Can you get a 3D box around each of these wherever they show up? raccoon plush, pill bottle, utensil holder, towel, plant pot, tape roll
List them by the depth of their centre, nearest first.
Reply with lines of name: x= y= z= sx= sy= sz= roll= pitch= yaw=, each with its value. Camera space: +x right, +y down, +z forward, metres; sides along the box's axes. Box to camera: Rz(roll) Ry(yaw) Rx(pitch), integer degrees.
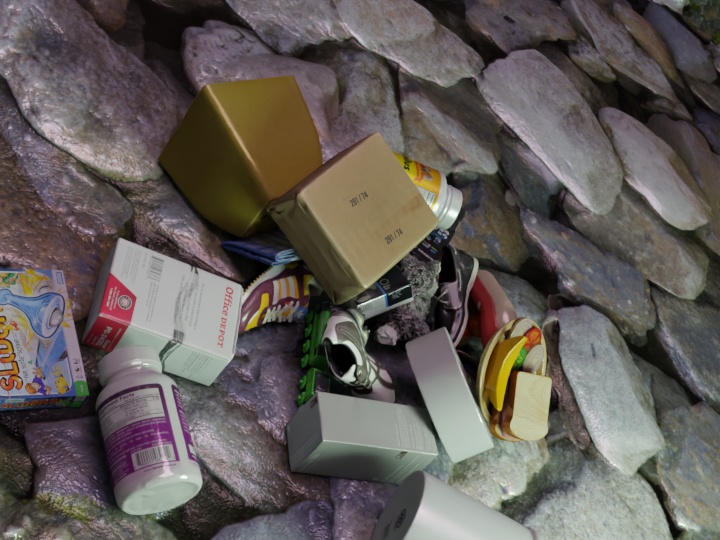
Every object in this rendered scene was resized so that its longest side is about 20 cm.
pill bottle: x=-0.281 y=0.204 z=1.363 sx=0.112 sy=0.112 sz=0.201 roll=2 pitch=55 yaw=-35
utensil holder: x=0.131 y=0.395 z=1.465 sx=0.199 sy=0.170 sz=0.171 roll=32 pitch=42 yaw=-9
tape roll: x=0.138 y=0.192 z=1.628 sx=0.202 sy=0.070 sz=0.204 roll=-24 pitch=90 yaw=-85
plant pot: x=-0.173 y=-0.172 z=1.702 sx=0.193 sy=0.196 sz=0.201 roll=-17 pitch=68 yaw=-43
raccoon plush: x=0.084 y=0.047 z=1.706 sx=0.096 sy=0.135 sz=0.200 roll=15 pitch=7 yaw=-1
towel: x=-0.106 y=-0.049 z=1.706 sx=0.199 sy=0.024 sz=0.146 roll=-15 pitch=22 yaw=-40
pill bottle: x=0.077 y=-0.143 z=1.854 sx=0.199 sy=0.109 sz=0.110 roll=21 pitch=45 yaw=-19

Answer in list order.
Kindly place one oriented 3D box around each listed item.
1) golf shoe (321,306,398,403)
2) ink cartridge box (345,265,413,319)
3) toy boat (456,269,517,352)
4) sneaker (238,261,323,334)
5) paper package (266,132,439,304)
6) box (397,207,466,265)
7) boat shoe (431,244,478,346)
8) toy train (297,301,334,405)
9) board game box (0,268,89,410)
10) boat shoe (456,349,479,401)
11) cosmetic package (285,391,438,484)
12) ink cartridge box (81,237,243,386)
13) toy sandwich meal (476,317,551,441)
golf shoe: x=-0.010 y=0.156 z=1.591 sx=0.201 sy=0.077 sz=0.095 roll=64 pitch=34 yaw=-20
ink cartridge box: x=0.000 y=0.000 z=1.713 sx=0.099 sy=0.039 sz=0.200 roll=-22 pitch=38 yaw=-14
toy boat: x=0.203 y=0.097 z=1.815 sx=0.200 sy=0.130 sz=0.131 roll=-114 pitch=180 yaw=-60
sneaker: x=-0.129 y=0.050 z=1.634 sx=0.090 sy=0.075 sz=0.200 roll=37 pitch=42 yaw=4
paper package: x=-0.009 y=-0.082 z=1.626 sx=0.200 sy=0.103 sz=0.191 roll=-42 pitch=102 yaw=-35
box: x=0.081 y=-0.104 z=1.939 sx=0.199 sy=0.050 sz=0.199 roll=37 pitch=41 yaw=-4
boat shoe: x=0.145 y=0.050 z=1.785 sx=0.067 sy=0.071 sz=0.201 roll=35 pitch=56 yaw=-33
toy train: x=-0.065 y=0.129 z=1.628 sx=0.041 sy=0.056 sz=0.201 roll=22 pitch=45 yaw=-20
board game box: x=-0.447 y=0.089 z=1.393 sx=0.134 sy=0.034 sz=0.201 roll=1 pitch=55 yaw=-36
boat shoe: x=0.218 y=0.203 z=1.772 sx=0.199 sy=0.060 sz=0.072 roll=34 pitch=42 yaw=-8
cosmetic package: x=0.001 y=0.248 z=1.539 sx=0.198 sy=0.107 sz=0.091 roll=9 pitch=51 yaw=-29
ink cartridge box: x=-0.280 y=0.062 z=1.504 sx=0.199 sy=0.083 sz=0.146 roll=23 pitch=44 yaw=-20
toy sandwich meal: x=0.260 y=0.178 z=1.694 sx=0.204 sy=0.070 sz=0.207 roll=-14 pitch=109 yaw=-45
